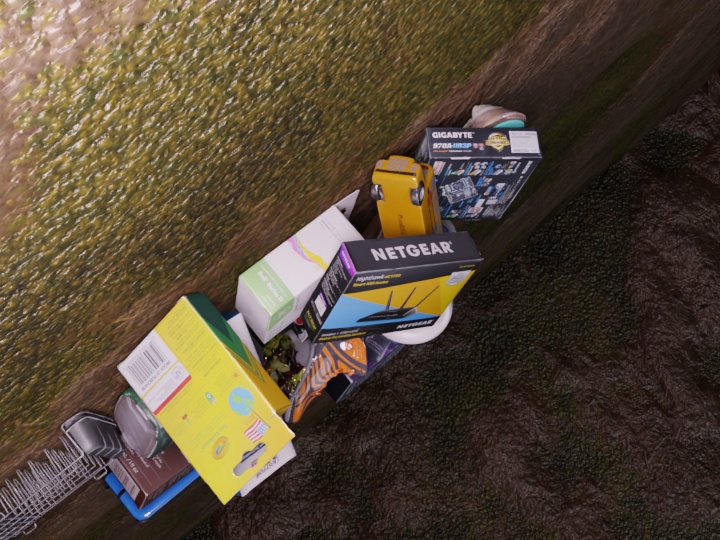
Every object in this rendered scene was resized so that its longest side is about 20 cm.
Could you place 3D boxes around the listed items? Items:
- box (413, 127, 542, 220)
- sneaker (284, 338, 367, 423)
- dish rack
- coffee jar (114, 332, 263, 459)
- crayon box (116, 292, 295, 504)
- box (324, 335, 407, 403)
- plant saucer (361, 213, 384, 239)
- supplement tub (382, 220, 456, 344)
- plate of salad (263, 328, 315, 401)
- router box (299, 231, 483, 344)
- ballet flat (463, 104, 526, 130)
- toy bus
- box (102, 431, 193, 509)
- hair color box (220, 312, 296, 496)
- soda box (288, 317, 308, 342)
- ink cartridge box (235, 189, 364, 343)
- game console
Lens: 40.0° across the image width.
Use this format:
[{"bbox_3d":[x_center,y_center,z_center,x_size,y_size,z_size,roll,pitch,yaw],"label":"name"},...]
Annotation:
[{"bbox_3d":[0.145,-0.129,1.373,0.155,0.047,0.201,-2,159,-11],"label":"box"},{"bbox_3d":[-0.049,0.169,1.602,0.078,0.110,0.203,-95,-153,-77],"label":"sneaker"},{"bbox_3d":[-0.385,0.259,1.212,0.199,0.055,0.154,-39,168,-7],"label":"dish rack"},{"bbox_3d":[-0.219,0.153,1.294,0.199,0.086,0.105,-33,167,-39],"label":"coffee jar"},{"bbox_3d":[-0.167,0.143,1.117,0.127,0.201,0.051,-43,170,17],"label":"crayon box"},{"bbox_3d":[-0.006,0.106,1.737,0.199,0.148,0.105,-37,170,-31],"label":"box"},{"bbox_3d":[0.000,0.000,1.413,0.202,0.034,0.201,-58,-172,12],"label":"plant saucer"},{"bbox_3d":[0.081,0.004,1.489,0.132,0.131,0.201,-46,-165,29],"label":"supplement tub"},{"bbox_3d":[-0.142,0.167,1.550,0.200,0.048,0.202,-41,-154,25],"label":"plate of salad"},{"bbox_3d":[0.038,0.021,1.252,0.197,0.052,0.150,-7,146,-33],"label":"router box"},{"bbox_3d":[0.168,-0.190,1.384,0.067,0.069,0.200,-1,159,-21],"label":"ballet flat"},{"bbox_3d":[0.066,-0.073,1.301,0.202,0.064,0.079,76,30,-47],"label":"toy bus"},{"bbox_3d":[-0.269,0.246,1.456,0.199,0.100,0.075,-35,169,-36],"label":"box"},{"bbox_3d":[-0.163,0.165,1.231,0.099,0.203,0.060,-31,-163,-39],"label":"hair color box"},{"bbox_3d":[-0.035,0.033,1.558,0.199,0.064,0.071,-31,166,-44],"label":"soda box"},{"bbox_3d":[-0.063,-0.005,1.270,0.199,0.068,0.117,-38,169,-21],"label":"ink cartridge box"},{"bbox_3d":[-0.301,0.308,1.576,0.199,0.170,0.119,-37,143,-21],"label":"game console"}]
